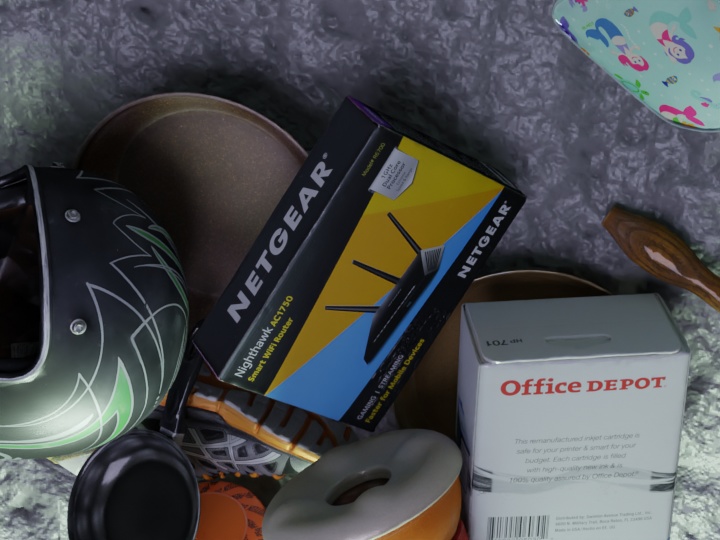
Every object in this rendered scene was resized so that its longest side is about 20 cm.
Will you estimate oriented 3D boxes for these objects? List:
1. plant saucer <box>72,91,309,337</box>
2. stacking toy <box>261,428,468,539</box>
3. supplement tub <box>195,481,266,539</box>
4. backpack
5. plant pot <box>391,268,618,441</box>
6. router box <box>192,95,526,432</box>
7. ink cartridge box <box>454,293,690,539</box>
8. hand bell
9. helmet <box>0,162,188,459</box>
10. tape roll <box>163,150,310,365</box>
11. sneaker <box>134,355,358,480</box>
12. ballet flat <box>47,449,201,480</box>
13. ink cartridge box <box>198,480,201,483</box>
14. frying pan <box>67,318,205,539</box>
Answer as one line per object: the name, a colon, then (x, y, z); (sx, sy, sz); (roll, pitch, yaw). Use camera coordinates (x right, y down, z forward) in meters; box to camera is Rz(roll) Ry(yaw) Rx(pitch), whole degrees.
plant saucer: (-0.105, -0.039, 1.330); (0.199, 0.037, 0.202); (7, 121, 11)
stacking toy: (0.031, 0.223, 1.303); (0.145, 0.146, 0.201); (-16, 107, 23)
supplement tub: (-0.093, 0.256, 1.423); (0.121, 0.123, 0.201); (1, 136, 15)
backpack: (0.226, -0.171, 1.131); (0.199, 0.151, 0.177); (36, 152, -15)
plant pot: (0.121, 0.081, 1.376); (0.198, 0.028, 0.201); (2, 120, 4)
router box: (0.000, 0.000, 1.279); (0.149, 0.051, 0.201); (22, 106, -40)
ink cartridge box: (0.141, 0.123, 1.323); (0.145, 0.086, 0.202); (-2, 118, -6)
hand bell: (0.249, 0.020, 1.300); (0.199, 0.104, 0.104); (36, 124, 8)
helmet: (-0.206, 0.028, 1.266); (0.189, 0.200, 0.201); (-20, 114, 10)
tape roll: (-0.053, 0.008, 1.388); (0.201, 0.037, 0.204); (6, 122, 11)
sneaker: (-0.093, 0.119, 1.393); (0.198, 0.078, 0.078); (19, 115, 7)
ballet flat: (-0.170, 0.136, 1.455); (0.198, 0.071, 0.071); (-4, 120, 1)
ink cartridge box: (-0.126, 0.254, 1.548); (0.159, 0.048, 0.200); (-30, 134, 28)
frying pan: (-0.154, 0.133, 1.345); (0.114, 0.192, 0.031); (-4, 165, 29)
